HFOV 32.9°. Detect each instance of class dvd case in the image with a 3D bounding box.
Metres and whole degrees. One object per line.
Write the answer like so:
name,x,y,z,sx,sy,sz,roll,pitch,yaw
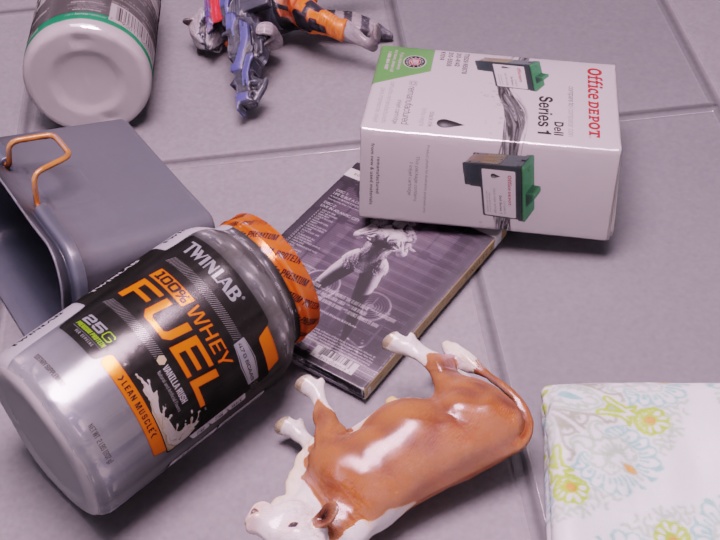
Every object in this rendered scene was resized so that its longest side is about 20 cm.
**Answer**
dvd case,0.000,0.000,0.930,0.147,0.016,0.200,24,51,27

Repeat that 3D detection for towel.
towel,0.197,0.148,0.742,0.168,0.049,0.202,2,44,4

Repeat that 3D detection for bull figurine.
bull figurine,0.010,0.113,0.775,0.197,0.066,0.122,-20,49,-17

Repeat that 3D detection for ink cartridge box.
ink cartridge box,0.105,-0.104,0.965,0.196,0.085,0.147,5,36,5

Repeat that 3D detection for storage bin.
storage bin,-0.201,-0.038,0.906,0.133,0.147,0.200,-20,45,-30

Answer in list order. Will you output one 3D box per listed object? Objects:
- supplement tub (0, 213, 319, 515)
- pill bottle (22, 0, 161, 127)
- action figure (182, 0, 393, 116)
supplement tub,-0.129,0.054,0.801,0.199,0.124,0.122,-38,53,-27
pill bottle,-0.240,-0.229,1.113,0.111,0.114,0.202,-4,43,-1
action figure,-0.071,-0.220,1.131,0.190,0.105,0.203,-2,68,12
